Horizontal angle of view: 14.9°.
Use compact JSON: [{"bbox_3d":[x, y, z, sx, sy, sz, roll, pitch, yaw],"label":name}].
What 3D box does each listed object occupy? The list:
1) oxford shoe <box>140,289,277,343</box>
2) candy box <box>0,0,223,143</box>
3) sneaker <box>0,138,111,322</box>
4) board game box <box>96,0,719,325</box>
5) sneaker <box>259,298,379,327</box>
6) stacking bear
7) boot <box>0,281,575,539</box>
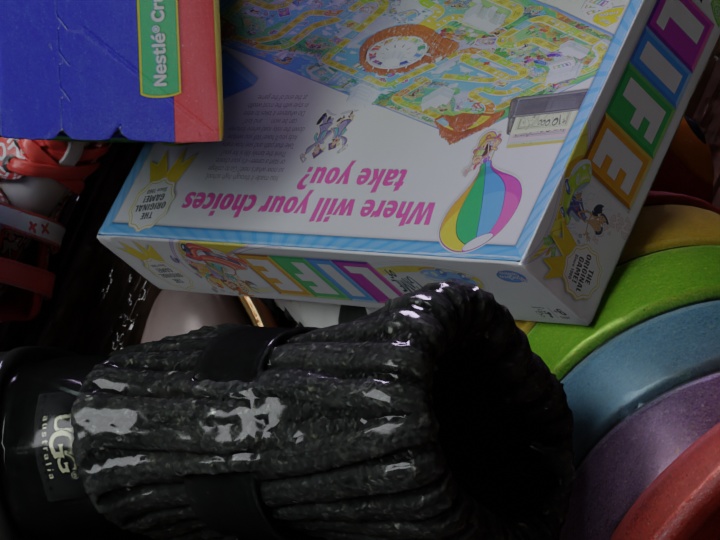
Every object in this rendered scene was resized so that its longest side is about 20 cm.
[{"bbox_3d":[-0.067,0.088,0.947,0.071,0.073,0.201,-15,64,37],"label":"oxford shoe"},{"bbox_3d":[-0.103,-0.127,0.884,0.200,0.076,0.170,-164,73,-74],"label":"candy box"},{"bbox_3d":[-0.115,-0.046,1.050,0.201,0.067,0.109,-28,58,35],"label":"sneaker"},{"bbox_3d":[0.016,-0.054,0.849,0.199,0.034,0.135,5,62,49],"label":"board game box"},{"bbox_3d":[0.000,0.000,0.932,0.080,0.073,0.201,-44,41,25],"label":"sneaker"},{"bbox_3d":[0.088,0.023,0.818,0.114,0.121,0.201,-41,43,18],"label":"stacking bear"},{"bbox_3d":[-0.008,0.051,0.783,0.157,0.211,0.080,-9,87,22],"label":"boot"}]
